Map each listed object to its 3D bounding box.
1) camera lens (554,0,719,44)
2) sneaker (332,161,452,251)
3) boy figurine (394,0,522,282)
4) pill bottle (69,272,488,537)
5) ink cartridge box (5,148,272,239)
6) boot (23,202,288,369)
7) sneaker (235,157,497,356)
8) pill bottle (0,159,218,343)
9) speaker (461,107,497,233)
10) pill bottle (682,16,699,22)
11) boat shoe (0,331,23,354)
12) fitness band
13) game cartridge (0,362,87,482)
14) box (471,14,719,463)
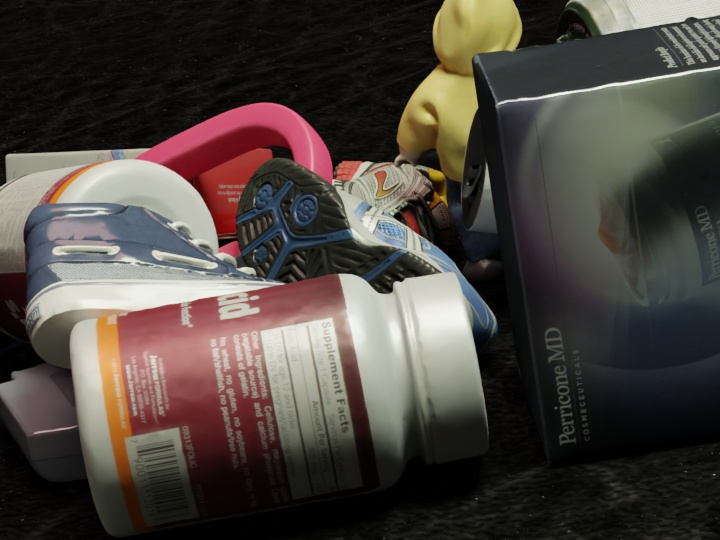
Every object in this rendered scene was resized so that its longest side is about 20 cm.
[{"bbox_3d":[0.241,-0.130,1.496,0.200,0.160,0.160,-12,18,-9],"label":"camera lens"},{"bbox_3d":[0.017,-0.035,1.456,0.082,0.078,0.200,-5,19,10],"label":"sneaker"},{"bbox_3d":[0.079,-0.093,1.404,0.124,0.200,0.064,-8,17,16],"label":"boy figurine"},{"bbox_3d":[-0.041,0.064,1.113,0.200,0.114,0.114,-10,18,-2],"label":"pill bottle"},{"bbox_3d":[-0.141,-0.054,1.564,0.200,0.067,0.116,-1,2,27],"label":"ink cartridge box"},{"bbox_3d":[-0.086,0.007,1.195,0.200,0.073,0.090,7,46,-21],"label":"boot"},{"bbox_3d":[0.000,0.000,1.307,0.200,0.076,0.077,40,13,35],"label":"sneaker"},{"bbox_3d":[-0.176,-0.008,1.325,0.109,0.110,0.200,-20,8,-29],"label":"pill bottle"},{"bbox_3d":[0.164,-0.053,1.345,0.200,0.081,0.081,6,16,-7],"label":"speaker"},{"bbox_3d":[0.263,-0.069,1.256,0.200,0.112,0.112,27,30,15],"label":"pill bottle"},{"bbox_3d":[-0.268,0.027,1.421,0.084,0.069,0.200,1,20,28],"label":"boat shoe"},{"bbox_3d":[-0.108,-0.033,1.426,0.200,0.037,0.144,-23,44,24],"label":"fitness band"},{"bbox_3d":[-0.105,0.070,1.263,0.200,0.041,0.133,-15,15,-16],"label":"game cartridge"},{"bbox_3d":[0.173,-0.022,1.137,0.198,0.200,0.123,-10,18,2],"label":"box"}]
